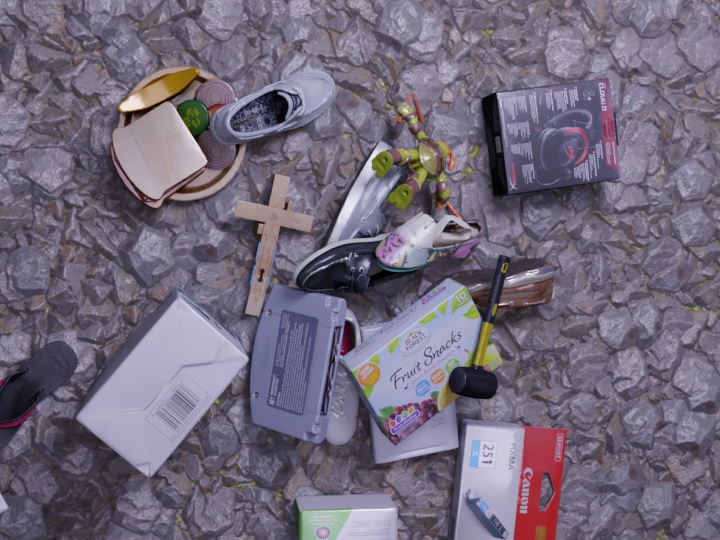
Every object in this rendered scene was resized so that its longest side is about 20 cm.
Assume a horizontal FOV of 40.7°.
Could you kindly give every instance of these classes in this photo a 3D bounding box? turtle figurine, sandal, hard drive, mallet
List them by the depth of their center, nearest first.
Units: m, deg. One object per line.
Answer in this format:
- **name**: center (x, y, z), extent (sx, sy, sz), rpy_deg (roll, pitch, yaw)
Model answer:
- **sandal**: center (-0.475, 0.175, 1.333), extent (0.200, 0.045, 0.075), rpy_deg (-45, 99, -5)
- **mallet**: center (0.167, 0.078, 1.341), extent (0.065, 0.041, 0.204), rpy_deg (3, 98, -30)
- **turtle figurine**: center (0.091, -0.144, 1.369), extent (0.161, 0.064, 0.203), rpy_deg (-36, 110, -49)
- **hard drive**: center (0.072, 0.172, 1.421), extent (0.129, 0.025, 0.204), rpy_deg (-9, 102, -12)

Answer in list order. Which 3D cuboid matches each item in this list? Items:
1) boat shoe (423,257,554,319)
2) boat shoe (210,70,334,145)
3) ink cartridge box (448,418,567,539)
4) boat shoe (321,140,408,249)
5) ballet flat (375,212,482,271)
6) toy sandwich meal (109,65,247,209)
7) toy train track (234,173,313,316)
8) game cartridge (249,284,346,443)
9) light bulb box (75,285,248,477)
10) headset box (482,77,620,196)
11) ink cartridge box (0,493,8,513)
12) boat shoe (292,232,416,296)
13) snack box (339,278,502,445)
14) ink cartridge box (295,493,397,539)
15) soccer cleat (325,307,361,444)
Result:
- **boat shoe**: center (0.192, 0.038, 1.428), extent (0.196, 0.076, 0.073), rpy_deg (-10, 108, 3)
- **boat shoe**: center (-0.110, -0.223, 1.339), extent (0.199, 0.071, 0.071), rpy_deg (-27, 106, -25)
- **ink cartridge box**: center (0.227, 0.334, 1.462), extent (0.173, 0.045, 0.204), rpy_deg (5, 92, -9)
- **boat shoe**: center (0.007, -0.084, 1.393), extent (0.071, 0.070, 0.203), rpy_deg (29, 85, -6)
- **ballet flat**: center (0.101, -0.047, 1.369), extent (0.198, 0.069, 0.072), rpy_deg (-8, 135, -44)
- **toy sandwich meal**: center (-0.252, -0.188, 1.343), extent (0.201, 0.070, 0.210), rpy_deg (0, 93, -10)
- **toy train track**: center (-0.135, -0.037, 1.393), extent (0.113, 0.033, 0.204), rpy_deg (11, 96, -17)
- **game cartridge**: center (-0.093, 0.127, 1.364), extent (0.131, 0.041, 0.204), rpy_deg (12, 93, 28)
- **light bulb box**: center (-0.261, 0.139, 1.290), extent (0.125, 0.200, 0.199), rpy_deg (42, 86, -10)
- **headset box**: center (0.290, -0.197, 1.434), extent (0.196, 0.075, 0.152), rpy_deg (-9, 94, -9)
- **ink cartridge box**: center (-0.598, 0.278, 1.318), extent (0.172, 0.044, 0.203), rpy_deg (-28, 96, -8)
- **boat shoe**: center (0.000, 0.002, 1.360), extent (0.197, 0.075, 0.066), rpy_deg (-12, 52, -38)
- **snack box**: center (0.087, 0.127, 1.365), extent (0.199, 0.053, 0.143), rpy_deg (-36, 115, -11)
- **ink cartridge box**: center (-0.023, 0.434, 1.402), extent (0.142, 0.084, 0.204), rpy_deg (1, 92, -9)
- **soccer cleat**: center (-0.033, 0.153, 1.387), extent (0.068, 0.086, 0.204), rpy_deg (-1, 93, -11)
